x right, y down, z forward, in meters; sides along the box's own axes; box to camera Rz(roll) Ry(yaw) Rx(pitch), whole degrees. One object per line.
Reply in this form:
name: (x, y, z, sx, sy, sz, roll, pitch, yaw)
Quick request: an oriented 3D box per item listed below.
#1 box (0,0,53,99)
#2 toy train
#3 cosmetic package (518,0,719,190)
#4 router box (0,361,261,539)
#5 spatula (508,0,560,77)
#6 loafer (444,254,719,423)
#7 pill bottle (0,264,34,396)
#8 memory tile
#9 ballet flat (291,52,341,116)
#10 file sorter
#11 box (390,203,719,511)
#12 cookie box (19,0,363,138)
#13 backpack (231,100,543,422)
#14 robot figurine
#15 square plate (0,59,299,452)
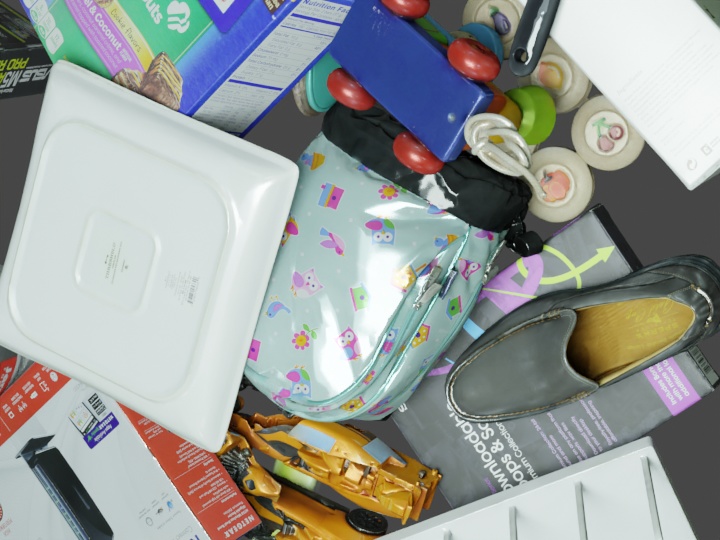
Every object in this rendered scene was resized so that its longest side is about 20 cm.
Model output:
box: (-0.320, -0.185, 1.504, 0.200, 0.160, 0.044, 34, 106, 10)
toy train: (0.080, -0.095, 1.355, 0.200, 0.116, 0.085, 45, 116, 33)
cosmetic package: (0.173, -0.152, 1.354, 0.085, 0.108, 0.200, -43, 85, 20)
router box: (-0.185, 0.152, 1.531, 0.180, 0.049, 0.200, 54, 131, 7)
spatula: (0.122, -0.209, 1.293, 0.056, 0.021, 0.201, 24, 109, 28)
loafer: (0.136, 0.047, 1.395, 0.200, 0.072, 0.073, -28, 90, 21)
pill bottle: (-0.302, 0.052, 1.513, 0.115, 0.200, 0.116, 3, 99, 19)
memory tile: (0.143, -0.143, 1.430, 0.153, 0.017, 0.200, 47, 110, 7)
ballet flat: (-0.027, -0.204, 1.461, 0.067, 0.068, 0.201, 18, 99, 35)
file sorter: (0.122, 0.225, 1.401, 0.199, 0.125, 0.139, -22, 113, 13)
box: (0.117, 0.070, 1.462, 0.200, 0.036, 0.143, -36, 86, 22)
cookie box: (-0.111, -0.179, 1.438, 0.200, 0.075, 0.171, -43, 64, 29)
backpack: (0.000, 0.000, 1.426, 0.167, 0.126, 0.200, 33, 100, 29)
robot figurine: (-0.049, 0.143, 1.507, 0.200, 0.058, 0.145, 23, 117, 18)
square plate: (-0.149, -0.009, 1.410, 0.198, 0.028, 0.201, 25, 108, 25)
